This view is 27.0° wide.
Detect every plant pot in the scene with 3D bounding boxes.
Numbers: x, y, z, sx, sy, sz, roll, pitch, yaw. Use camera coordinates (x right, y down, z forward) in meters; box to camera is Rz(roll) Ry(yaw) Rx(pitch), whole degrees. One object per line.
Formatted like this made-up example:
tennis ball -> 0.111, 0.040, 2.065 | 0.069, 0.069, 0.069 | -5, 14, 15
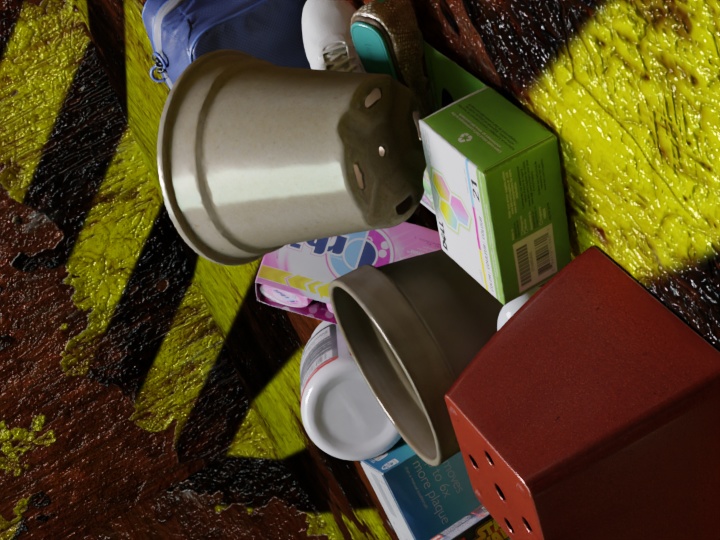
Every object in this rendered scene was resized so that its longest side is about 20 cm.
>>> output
plant pot -> -0.047, -0.104, 1.341 | 0.183, 0.200, 0.201 | 1, 126, 37
plant pot -> 0.185, 0.138, 1.219 | 0.200, 0.176, 0.200 | 48, 163, 49
plant pot -> 0.093, 0.058, 1.419 | 0.200, 0.173, 0.200 | 57, 167, 21

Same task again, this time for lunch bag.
lunch bag -> -0.131, -0.247, 1.581 | 0.132, 0.200, 0.136 | 44, 157, 44

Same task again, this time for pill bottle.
pill bottle -> -0.008, 0.119, 1.643 | 0.200, 0.116, 0.116 | -98, -17, -74

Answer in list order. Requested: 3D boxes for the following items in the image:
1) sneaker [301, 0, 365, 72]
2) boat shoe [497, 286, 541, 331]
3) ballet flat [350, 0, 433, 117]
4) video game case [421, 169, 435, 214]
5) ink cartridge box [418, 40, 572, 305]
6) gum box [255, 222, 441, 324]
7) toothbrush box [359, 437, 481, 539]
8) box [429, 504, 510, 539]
sneaker -> -0.010, -0.182, 1.467 | 0.080, 0.070, 0.201 | 12, -120, -81
boat shoe -> 0.182, 0.086, 1.350 | 0.057, 0.069, 0.200 | 54, 179, 42
ballet flat -> 0.041, -0.172, 1.381 | 0.070, 0.065, 0.200 | 26, 149, 28
video game case -> 0.065, -0.114, 1.517 | 0.200, 0.018, 0.143 | 43, 158, 54
ink cartridge box -> 0.090, -0.087, 1.301 | 0.200, 0.076, 0.148 | 44, 156, 45
gum box -> 0.000, 0.000, 1.607 | 0.200, 0.114, 0.066 | 16, 160, 5
toothbrush box -> 0.124, 0.219, 1.597 | 0.147, 0.200, 0.085 | 65, 165, -12
box -> 0.179, 0.284, 1.516 | 0.137, 0.200, 0.040 | 62, 162, -8
